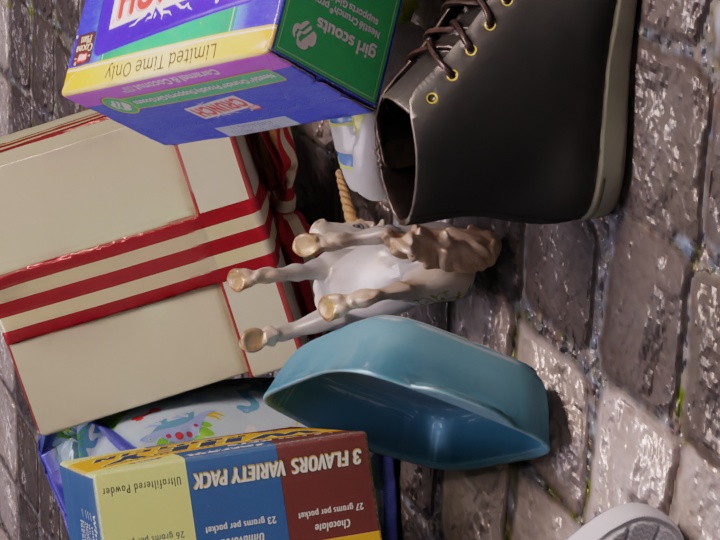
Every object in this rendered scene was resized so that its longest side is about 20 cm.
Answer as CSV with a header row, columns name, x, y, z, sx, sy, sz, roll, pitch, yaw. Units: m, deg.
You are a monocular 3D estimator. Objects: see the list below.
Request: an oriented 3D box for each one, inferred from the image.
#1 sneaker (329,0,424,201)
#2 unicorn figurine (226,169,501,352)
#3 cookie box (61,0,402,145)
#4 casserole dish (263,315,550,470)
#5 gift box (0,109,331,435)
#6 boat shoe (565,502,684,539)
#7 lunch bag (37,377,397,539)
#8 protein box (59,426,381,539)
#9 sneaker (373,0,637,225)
name,x,y,z,sx,sy,sz,roll,pitch,yaw
sneaker,-0.020,-0.132,1.246,0.105,0.076,0.201,-6,78,27
unicorn figurine,0.000,0.000,1.237,0.200,0.137,0.074,9,107,50
cookie box,-0.048,-0.171,1.123,0.171,0.075,0.201,-5,67,49
casserole dish,0.025,0.062,1.189,0.200,0.121,0.039,155,134,-70
gift box,-0.120,-0.030,1.392,0.200,0.186,0.185,-93,-14,-73
boat shoe,0.075,0.186,1.059,0.200,0.072,0.062,-58,23,8
lunch bag,-0.090,0.121,1.412,0.200,0.169,0.128,-152,58,-63
protein box,-0.067,0.186,1.188,0.200,0.134,0.199,166,96,-78
sneaker,0.061,-0.117,1.042,0.075,0.106,0.201,-161,66,-67
